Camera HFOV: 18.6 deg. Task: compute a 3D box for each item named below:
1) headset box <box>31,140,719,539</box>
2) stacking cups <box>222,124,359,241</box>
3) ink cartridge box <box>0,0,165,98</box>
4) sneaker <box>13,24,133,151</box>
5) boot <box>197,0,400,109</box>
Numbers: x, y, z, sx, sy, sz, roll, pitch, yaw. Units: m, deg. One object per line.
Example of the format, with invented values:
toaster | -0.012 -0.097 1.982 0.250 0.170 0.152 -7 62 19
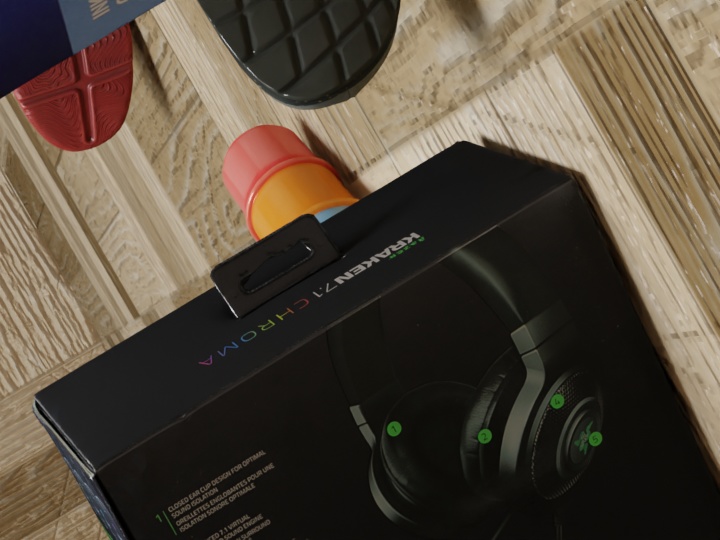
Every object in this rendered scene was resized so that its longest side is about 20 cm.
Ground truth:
headset box | 0.015 0.078 0.705 0.200 0.174 0.093 62 168 -19
stacking cups | 0.000 0.000 0.917 0.200 0.060 0.061 56 170 48
ink cartridge box | -0.042 -0.115 0.377 0.076 0.200 0.137 55 169 22
sneaker | -0.188 -0.176 1.283 0.116 0.078 0.201 -123 19 -63
boot | -0.033 -0.115 0.743 0.200 0.068 0.131 63 177 27
